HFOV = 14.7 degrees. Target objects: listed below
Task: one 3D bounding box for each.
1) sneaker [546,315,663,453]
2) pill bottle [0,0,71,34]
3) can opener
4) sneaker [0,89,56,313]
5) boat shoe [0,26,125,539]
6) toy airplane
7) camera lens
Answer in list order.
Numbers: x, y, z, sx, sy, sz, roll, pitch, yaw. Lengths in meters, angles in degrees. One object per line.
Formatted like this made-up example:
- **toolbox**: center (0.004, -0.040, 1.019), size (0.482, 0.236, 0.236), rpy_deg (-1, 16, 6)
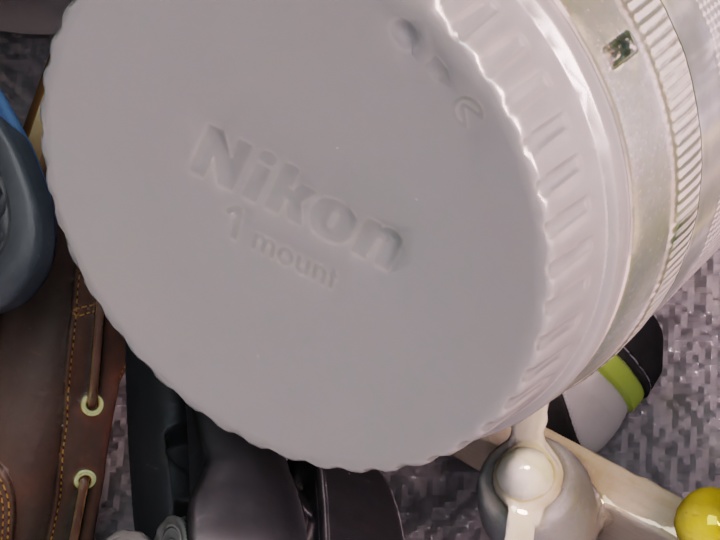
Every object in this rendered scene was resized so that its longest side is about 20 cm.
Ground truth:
- **sneaker**: center (0.000, 0.000, 0.862), size (0.200, 0.072, 0.083), rpy_deg (35, 82, 15)
- **pill bottle**: center (-0.104, -0.187, 0.907), size (0.114, 0.114, 0.200), rpy_deg (12, 74, 9)
- **can opener**: center (-0.041, 0.034, 0.769), size (0.063, 0.079, 0.200), rpy_deg (-35, 53, 35)
- **sneaker**: center (-0.148, -0.057, 0.840), size (0.200, 0.078, 0.066), rpy_deg (41, 99, 25)
- **boat shoe**: center (-0.085, 0.007, 0.857), size (0.070, 0.070, 0.200), rpy_deg (18, 99, -3)
- **toy airplane**: center (0.125, 0.095, 0.756), size (0.199, 0.200, 0.141), rpy_deg (55, 51, -21)
- **camera lens**: center (0.032, -0.057, 0.730), size (0.160, 0.160, 0.200), rpy_deg (33, 39, 14)
